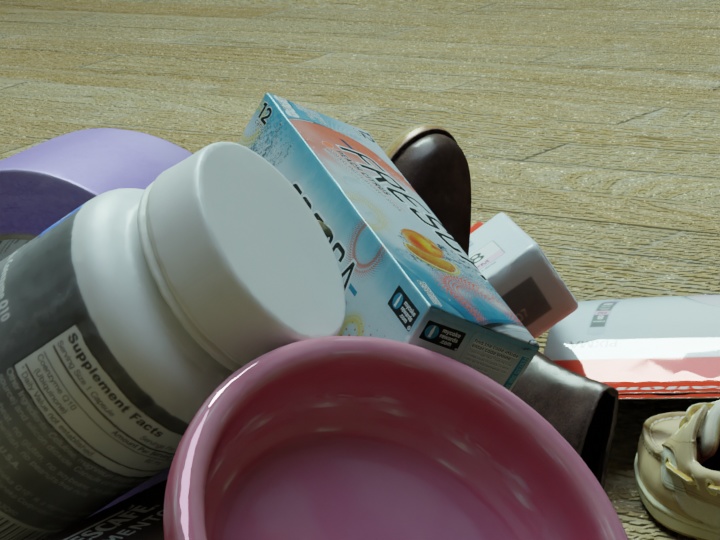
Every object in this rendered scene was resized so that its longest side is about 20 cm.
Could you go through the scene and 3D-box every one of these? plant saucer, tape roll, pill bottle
[{"bbox_3d":[0.013,0.120,0.986,0.200,0.201,0.051,-20,-22,-41],"label":"plant saucer"},{"bbox_3d":[-0.134,0.036,1.253,0.200,0.200,0.085,2,17,29],"label":"tape roll"},{"bbox_3d":[-0.111,0.036,1.078,0.200,0.114,0.114,-33,4,24],"label":"pill bottle"}]

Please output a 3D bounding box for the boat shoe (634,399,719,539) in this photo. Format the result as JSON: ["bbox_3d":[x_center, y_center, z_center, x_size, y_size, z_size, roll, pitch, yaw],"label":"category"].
[{"bbox_3d":[0.178,0.089,1.167,0.074,0.069,0.200,-11,15,-14],"label":"boat shoe"}]

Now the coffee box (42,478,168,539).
[{"bbox_3d":[-0.040,0.132,1.084,0.113,0.080,0.200,7,20,40],"label":"coffee box"}]

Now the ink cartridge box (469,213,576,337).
[{"bbox_3d":[0.015,0.026,1.373,0.163,0.057,0.200,-36,22,-1],"label":"ink cartridge box"}]

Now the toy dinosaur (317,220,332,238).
[{"bbox_3d":[-0.099,0.017,1.154,0.200,0.088,0.047,-48,-1,30],"label":"toy dinosaur"}]

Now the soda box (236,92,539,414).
[{"bbox_3d":[0.000,0.000,1.138,0.064,0.068,0.200,20,21,-34],"label":"soda box"}]

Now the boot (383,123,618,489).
[{"bbox_3d":[0.060,0.038,1.188,0.072,0.200,0.166,10,2,-44],"label":"boot"}]

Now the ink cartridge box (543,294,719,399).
[{"bbox_3d":[0.175,0.037,1.323,0.162,0.057,0.200,-2,-3,16],"label":"ink cartridge box"}]
